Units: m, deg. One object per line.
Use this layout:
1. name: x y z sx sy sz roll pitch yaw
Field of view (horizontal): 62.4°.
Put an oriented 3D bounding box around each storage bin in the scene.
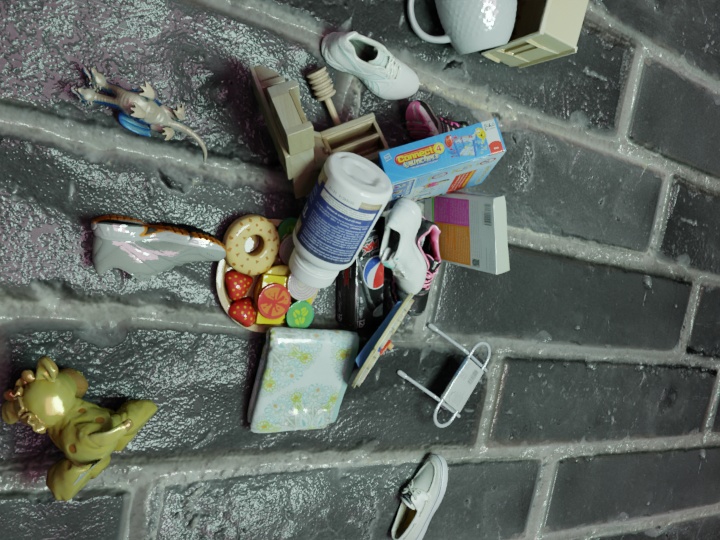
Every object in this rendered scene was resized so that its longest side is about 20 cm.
1. storage bin: 0.331 -0.503 1.108 0.092 0.198 0.203 13 93 -24

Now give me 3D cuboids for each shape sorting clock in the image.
1. shape sorting clock: 0.042 0.128 1.078 0.039 0.200 0.201 37 78 7

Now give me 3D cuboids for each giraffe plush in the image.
1. giraffe plush: -0.413 0.208 0.839 0.162 0.200 0.173 43 79 0

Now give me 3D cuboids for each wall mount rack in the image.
1. wall mount rack: 0.178 0.213 1.237 0.174 0.074 0.201 41 78 -34

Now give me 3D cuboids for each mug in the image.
1. mug: 0.181 -0.481 1.063 0.197 0.148 0.178 -12 106 5

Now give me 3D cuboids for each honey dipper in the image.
1. honey dipper: -0.036 -0.250 1.031 0.038 0.038 0.202 -36 117 -20

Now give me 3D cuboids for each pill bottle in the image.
1. pill bottle: -0.040 -0.072 0.927 0.110 0.112 0.201 6 131 -31

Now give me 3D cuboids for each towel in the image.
1. towel: -0.101 0.195 1.050 0.169 0.048 0.203 4 111 -32

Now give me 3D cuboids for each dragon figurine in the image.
1. dragon figurine: -0.308 -0.227 0.856 0.199 0.099 0.060 25 85 -51

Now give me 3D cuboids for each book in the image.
1. book: 0.192 -0.078 1.107 0.047 0.199 0.136 -14 108 -27

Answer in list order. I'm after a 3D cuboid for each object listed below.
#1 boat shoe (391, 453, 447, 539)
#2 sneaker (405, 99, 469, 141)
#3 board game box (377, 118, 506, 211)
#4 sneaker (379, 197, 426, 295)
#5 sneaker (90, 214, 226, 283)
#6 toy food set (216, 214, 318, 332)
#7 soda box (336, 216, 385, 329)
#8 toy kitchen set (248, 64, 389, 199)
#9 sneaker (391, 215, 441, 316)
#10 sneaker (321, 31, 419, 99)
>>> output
1. boat shoe: 0.119 0.482 1.257 0.069 0.071 0.202 20 96 -35
2. sneaker: 0.161 -0.261 1.128 0.200 0.073 0.088 41 78 -35
3. board game box: 0.127 -0.173 1.013 0.193 0.200 0.057 -17 84 -2
4. sneaker: 0.066 -0.024 1.054 0.089 0.074 0.202 -49 143 -39
5. sneaker: -0.305 -0.024 0.901 0.197 0.076 0.093 8 103 -24
6. toy food set: -0.147 0.008 1.008 0.195 0.048 0.203 5 97 -32
7. soda box: 0.000 0.000 1.082 0.063 0.070 0.203 -6 103 -33
8. toy kitchen set: -0.060 -0.251 0.923 0.178 0.200 0.165 -22 75 -9
9. sneaker: 0.116 -0.004 1.139 0.078 0.095 0.203 -7 105 -31
10. sneaker: 0.030 -0.350 1.026 0.198 0.080 0.072 15 91 -34
